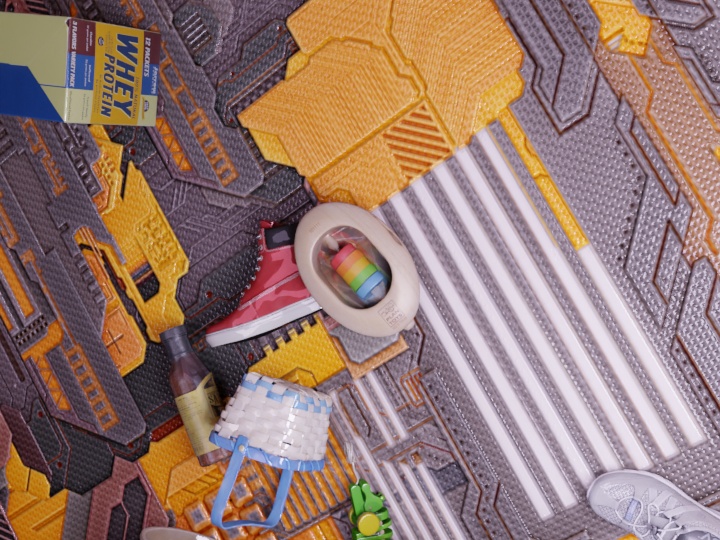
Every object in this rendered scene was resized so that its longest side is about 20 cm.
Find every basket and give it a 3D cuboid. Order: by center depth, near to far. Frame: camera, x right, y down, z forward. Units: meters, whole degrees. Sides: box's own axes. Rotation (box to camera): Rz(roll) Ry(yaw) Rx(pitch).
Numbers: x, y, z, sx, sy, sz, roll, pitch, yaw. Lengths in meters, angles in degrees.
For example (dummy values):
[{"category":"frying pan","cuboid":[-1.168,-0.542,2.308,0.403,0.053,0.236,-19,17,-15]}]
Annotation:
[{"category":"basket","cuboid":[-0.123,0.246,1.399,0.138,0.176,0.202,12,82,22]}]

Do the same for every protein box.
[{"category":"protein box","cuboid":[-0.418,-0.279,1.455,0.197,0.200,0.136,10,100,23]}]

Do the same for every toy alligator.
[{"category":"toy alligator","cuboid":[0.014,0.325,1.408,0.054,0.059,0.202,-7,94,-15]}]

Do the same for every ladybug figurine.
[{"category":"ladybug figurine","cuboid":[0.000,0.000,1.358,0.136,0.072,0.200,-40,83,9]}]

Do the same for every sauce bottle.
[{"category":"sauce bottle","cuboid":[-0.235,0.177,1.497,0.066,0.066,0.202,-22,88,25]}]

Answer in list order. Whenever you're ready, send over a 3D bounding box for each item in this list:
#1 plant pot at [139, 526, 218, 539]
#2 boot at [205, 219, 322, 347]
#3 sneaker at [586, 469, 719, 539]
[{"category":"plant pot","cuboid":[-0.239,0.477,1.433,0.199,0.200,0.185,19,87,21]},{"category":"boot","cuboid":[-0.142,0.014,1.436,0.199,0.072,0.145,-24,85,17]},{"category":"sneaker","cuboid":[0.360,0.293,1.226,0.198,0.082,0.076,18,103,22]}]
